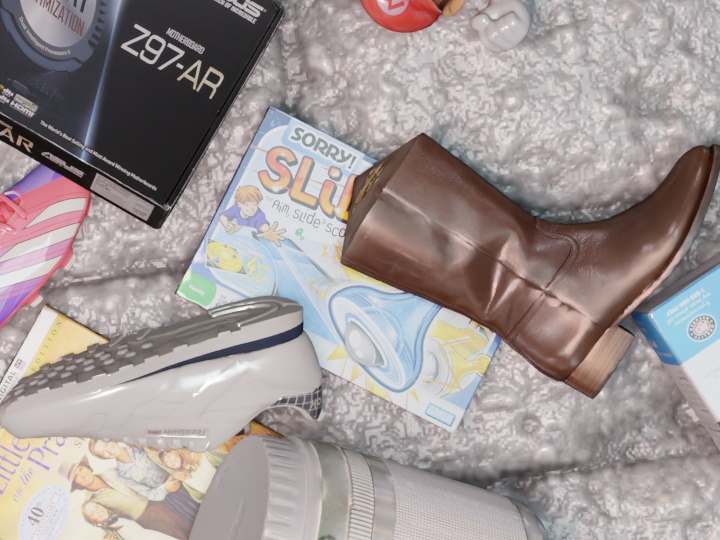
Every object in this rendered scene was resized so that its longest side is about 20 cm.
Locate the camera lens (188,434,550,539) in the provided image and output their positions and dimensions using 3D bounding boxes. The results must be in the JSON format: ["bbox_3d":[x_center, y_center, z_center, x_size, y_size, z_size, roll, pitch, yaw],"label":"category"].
[{"bbox_3d":[0.007,0.195,1.434,0.200,0.160,0.160,18,88,-19],"label":"camera lens"}]

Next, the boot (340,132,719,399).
[{"bbox_3d":[0.104,-0.043,1.479,0.200,0.064,0.186,31,84,0],"label":"boot"}]

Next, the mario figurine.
[{"bbox_3d":[0.084,-0.220,1.485,0.200,0.106,0.123,-38,58,-12],"label":"mario figurine"}]

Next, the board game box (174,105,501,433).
[{"bbox_3d":[0.000,0.000,1.513,0.200,0.034,0.135,26,87,-5],"label":"board game box"}]

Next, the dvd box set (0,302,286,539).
[{"bbox_3d":[-0.148,0.131,1.501,0.200,0.029,0.146,30,87,-5],"label":"dvd box set"}]

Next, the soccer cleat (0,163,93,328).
[{"bbox_3d":[-0.239,0.002,1.460,0.076,0.067,0.200,42,78,-35],"label":"soccer cleat"}]

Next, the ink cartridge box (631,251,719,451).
[{"bbox_3d":[0.278,0.079,1.522,0.116,0.067,0.200,-33,92,-5],"label":"ink cartridge box"}]

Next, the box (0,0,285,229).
[{"bbox_3d":[-0.170,-0.143,1.472,0.200,0.044,0.160,31,69,-4],"label":"box"}]

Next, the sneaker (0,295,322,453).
[{"bbox_3d":[-0.122,0.079,1.456,0.200,0.076,0.081,-14,108,-3],"label":"sneaker"}]
